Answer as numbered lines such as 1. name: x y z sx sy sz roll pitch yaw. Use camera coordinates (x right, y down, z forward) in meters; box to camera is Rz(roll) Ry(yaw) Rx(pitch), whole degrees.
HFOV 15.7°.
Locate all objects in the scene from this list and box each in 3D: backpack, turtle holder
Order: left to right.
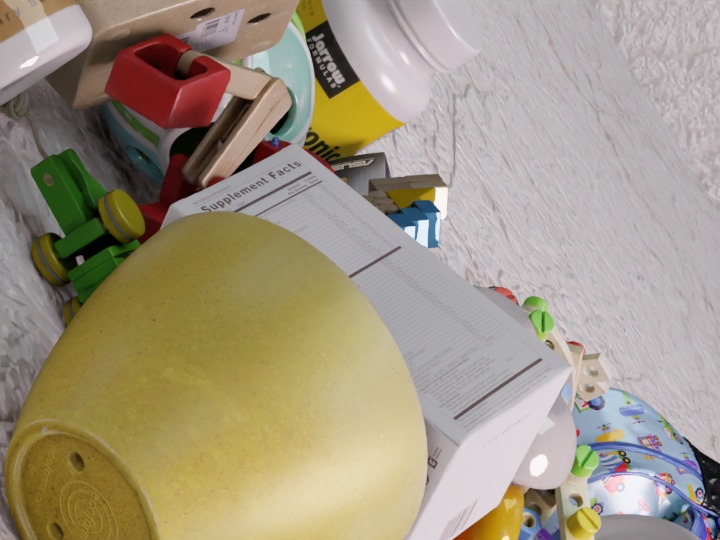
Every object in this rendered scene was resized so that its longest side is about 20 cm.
1. turtle holder: -0.097 -0.099 1.638 0.186 0.140 0.132 95 -14 -45
2. backpack: 0.167 0.183 1.810 0.200 0.182 0.135 42 18 -38

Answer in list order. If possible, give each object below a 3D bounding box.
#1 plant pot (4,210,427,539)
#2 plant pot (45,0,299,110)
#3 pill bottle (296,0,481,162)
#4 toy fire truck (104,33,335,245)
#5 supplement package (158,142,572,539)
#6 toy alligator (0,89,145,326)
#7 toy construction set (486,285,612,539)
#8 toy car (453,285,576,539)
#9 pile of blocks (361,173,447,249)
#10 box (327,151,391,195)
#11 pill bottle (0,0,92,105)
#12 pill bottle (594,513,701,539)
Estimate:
1. plant pot: -0.089 0.090 1.268 0.142 0.200 0.200 -32 91 -44
2. plant pot: -0.129 -0.208 1.492 0.200 0.199 0.178 126 -56 -70
3. pill bottle: -0.022 -0.131 1.762 0.111 0.200 0.111 51 18 -24
4. toy fire truck: -0.076 -0.066 1.498 0.049 0.141 0.200 30 24 28
5. supplement package: -0.012 0.046 1.361 0.200 0.110 0.114 40 39 18
6. toy alligator: -0.150 -0.024 1.454 0.200 0.059 0.054 63 17 10
7. toy construction set: 0.109 0.088 1.672 0.131 0.092 0.200 32 34 -6
8. toy car: 0.019 0.100 1.502 0.150 0.175 0.200 22 25 -22
9. pile of blocks: 0.000 0.000 1.538 0.200 0.082 0.062 -27 126 -50
10. box: 0.015 0.047 1.718 0.159 0.048 0.200 -90 167 -58
11. pill bottle: -0.238 -0.178 1.368 0.200 0.114 0.114 58 17 -3
12. pill bottle: 0.170 0.266 1.667 0.116 0.115 0.201 -92 180 -58
